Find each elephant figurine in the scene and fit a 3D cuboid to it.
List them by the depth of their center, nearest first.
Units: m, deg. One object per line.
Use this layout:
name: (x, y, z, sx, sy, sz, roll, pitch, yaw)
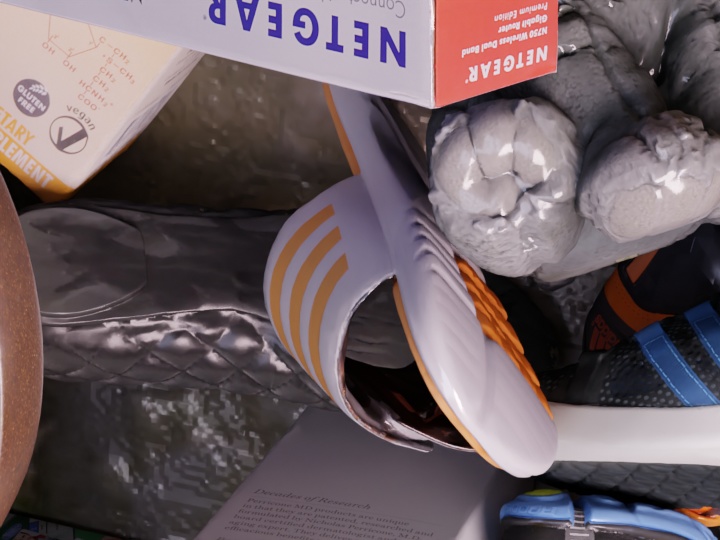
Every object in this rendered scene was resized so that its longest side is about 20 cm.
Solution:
elephant figurine: (0.059, -0.105, 0.719, 0.155, 0.141, 0.200, -19, 85, 28)

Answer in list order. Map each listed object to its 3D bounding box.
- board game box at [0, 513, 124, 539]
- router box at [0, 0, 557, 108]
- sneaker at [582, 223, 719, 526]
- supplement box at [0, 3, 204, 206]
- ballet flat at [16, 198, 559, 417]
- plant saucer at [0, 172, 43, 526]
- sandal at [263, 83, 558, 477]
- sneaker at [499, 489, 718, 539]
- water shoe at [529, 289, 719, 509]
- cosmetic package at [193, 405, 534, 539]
board game box: (-0.157, 0.134, 0.845, 0.134, 0.200, 0.029, 11, 113, 14)
router box: (-0.036, -0.150, 0.658, 0.200, 0.049, 0.180, 17, 115, 42)
sneaker: (0.151, 0.067, 0.801, 0.112, 0.078, 0.200, -43, 82, 30)
supplement box: (-0.078, -0.136, 0.792, 0.126, 0.074, 0.200, 40, 115, 0)
ballet flat: (-0.032, 0.013, 0.821, 0.200, 0.057, 0.067, 10, 71, -13)
plant saucer: (-0.158, 0.010, 0.800, 0.200, 0.034, 0.201, 18, 115, 45)
sandal: (0.004, 0.006, 0.749, 0.059, 0.207, 0.079, -32, 119, 7)
sneaker: (0.075, 0.139, 0.802, 0.071, 0.083, 0.200, 8, 139, 11)
water shoe: (0.124, 0.024, 0.732, 0.200, 0.071, 0.079, -5, 71, 31)
cosmetic package: (-0.003, 0.121, 0.793, 0.081, 0.200, 0.113, 7, 109, 14)
